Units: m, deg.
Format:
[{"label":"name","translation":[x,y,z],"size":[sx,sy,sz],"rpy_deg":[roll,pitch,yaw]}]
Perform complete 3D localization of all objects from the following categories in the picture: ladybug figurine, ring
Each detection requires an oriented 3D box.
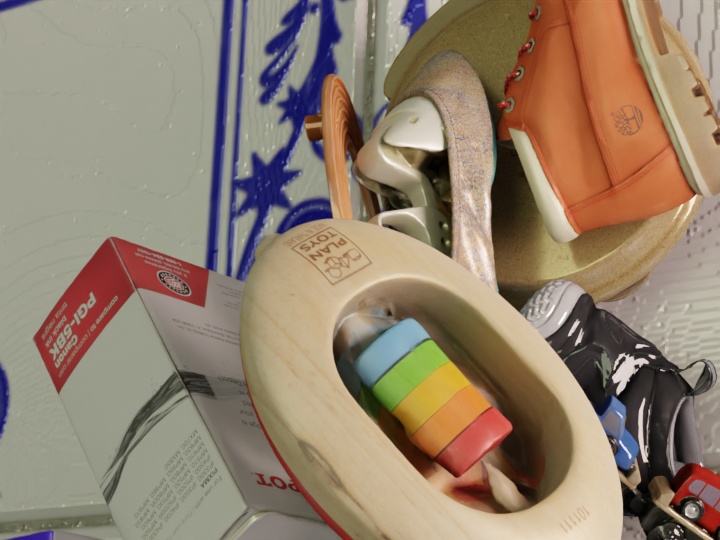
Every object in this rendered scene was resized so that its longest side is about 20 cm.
[{"label":"ladybug figurine","translation":[0.022,0.064,0.676],"size":[0.200,0.135,0.072],"rpy_deg":[50,141,15]},{"label":"ring","translation":[0.000,0.000,0.825],"size":[0.019,0.201,0.202],"rpy_deg":[-10,66,7]}]

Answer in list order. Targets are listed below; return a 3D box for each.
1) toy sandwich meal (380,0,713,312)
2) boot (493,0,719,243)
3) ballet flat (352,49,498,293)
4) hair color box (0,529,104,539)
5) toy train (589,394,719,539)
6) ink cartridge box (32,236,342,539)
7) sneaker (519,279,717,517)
[{"label":"toy sandwich meal","translation":[0.096,-0.066,0.866],"size":[0.203,0.070,0.207],"rpy_deg":[-6,73,20]},{"label":"boot","translation":[0.103,-0.113,0.800],"size":[0.107,0.075,0.202],"rpy_deg":[-25,68,18]},{"label":"ballet flat","translation":[0.031,-0.031,0.785],"size":[0.068,0.067,0.202],"rpy_deg":[-38,48,43]},{"label":"hair color box","translation":[-0.113,0.204,0.823],"size":[0.064,0.199,0.110],"rpy_deg":[-16,66,30]},{"label":"toy train","translation":[0.152,0.113,0.722],"size":[0.199,0.034,0.046],"rpy_deg":[35,101,1]},{"label":"ink cartridge box","translation":[-0.070,0.092,0.854],"size":[0.083,0.146,0.201],"rpy_deg":[-49,48,18]},{"label":"sneaker","translation":[0.102,0.115,0.790],"size":[0.113,0.075,0.202],"rpy_deg":[25,105,20]}]
